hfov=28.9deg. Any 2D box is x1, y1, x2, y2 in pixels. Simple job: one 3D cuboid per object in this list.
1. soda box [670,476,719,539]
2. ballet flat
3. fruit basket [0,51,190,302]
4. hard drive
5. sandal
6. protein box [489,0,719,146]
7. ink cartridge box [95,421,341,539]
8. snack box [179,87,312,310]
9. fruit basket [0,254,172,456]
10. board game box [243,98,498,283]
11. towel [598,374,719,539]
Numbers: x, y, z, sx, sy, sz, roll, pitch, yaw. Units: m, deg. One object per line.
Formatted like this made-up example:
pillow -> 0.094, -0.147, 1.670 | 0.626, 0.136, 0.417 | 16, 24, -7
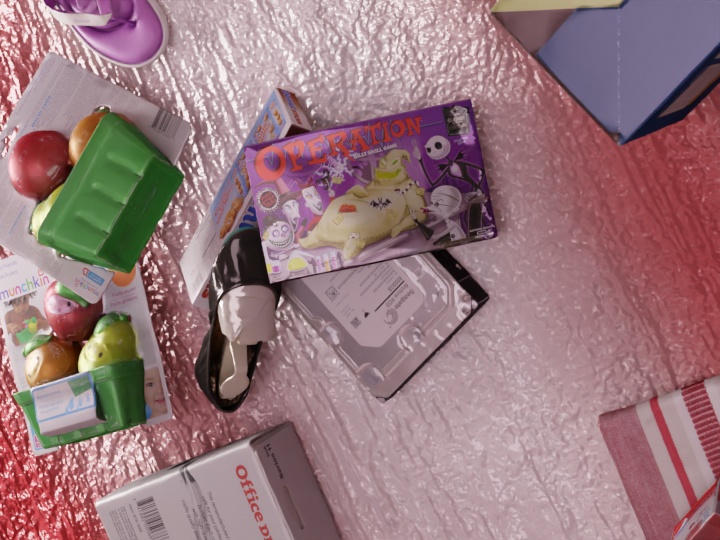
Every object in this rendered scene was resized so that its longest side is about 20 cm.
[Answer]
soda box -> 0.343, 0.256, 1.101 | 0.199, 0.063, 0.070 | 36, 117, 3
ballet flat -> -0.105, 0.054, 1.258 | 0.201, 0.067, 0.069 | 105, 155, -43
fruit basket -> -0.267, -0.089, 1.308 | 0.199, 0.094, 0.186 | 27, 87, 34
hard drive -> 0.000, 0.000, 1.243 | 0.200, 0.038, 0.140 | 48, 116, 8
sandal -> -0.265, -0.262, 1.305 | 0.202, 0.050, 0.083 | 43, 115, 11
protein box -> 0.232, -0.213, 0.998 | 0.135, 0.200, 0.199 | 47, 115, 9
ink cartridge box -> -0.132, 0.247, 1.329 | 0.199, 0.083, 0.148 | -23, 90, 28
snack box -> -0.107, -0.064, 1.263 | 0.201, 0.024, 0.072 | -59, 30, 23
fruit basket -> -0.279, 0.067, 1.357 | 0.184, 0.094, 0.202 | -16, 90, 27
board game box -> 0.008, -0.066, 1.184 | 0.198, 0.032, 0.121 | -12, 86, 4
towel -> 0.309, 0.155, 1.139 | 0.199, 0.023, 0.145 | -23, 90, 26
